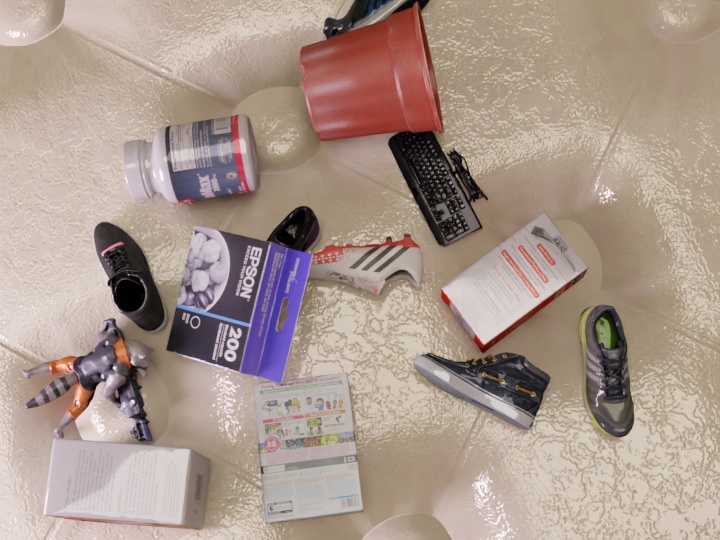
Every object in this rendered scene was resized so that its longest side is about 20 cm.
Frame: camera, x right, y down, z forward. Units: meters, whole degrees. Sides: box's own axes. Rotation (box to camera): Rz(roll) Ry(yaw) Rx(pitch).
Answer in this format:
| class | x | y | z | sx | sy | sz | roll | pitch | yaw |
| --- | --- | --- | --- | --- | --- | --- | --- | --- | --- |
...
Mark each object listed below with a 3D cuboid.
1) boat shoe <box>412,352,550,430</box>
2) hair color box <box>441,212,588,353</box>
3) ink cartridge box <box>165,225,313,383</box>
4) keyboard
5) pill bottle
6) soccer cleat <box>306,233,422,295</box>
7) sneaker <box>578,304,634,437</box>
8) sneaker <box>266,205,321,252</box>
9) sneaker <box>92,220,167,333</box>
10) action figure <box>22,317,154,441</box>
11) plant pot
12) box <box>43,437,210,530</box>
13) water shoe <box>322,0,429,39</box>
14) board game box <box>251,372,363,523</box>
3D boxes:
| class | x | y | z | sx | sy | sz | roll | pitch | yaw |
| --- | --- | --- | --- | --- | --- | --- | --- | --- | --- |
| boat shoe | 0.181 | 0.152 | 1.661 | 0.198 | 0.071 | 0.092 | 28 | 76 | 2 |
| hair color box | 0.232 | 0.019 | 1.694 | 0.199 | 0.064 | 0.111 | -35 | 75 | -5 |
| ink cartridge box | -0.183 | 0.049 | 1.664 | 0.198 | 0.043 | 0.201 | 12 | 88 | 27 |
| keyboard | 0.126 | -0.147 | 1.756 | 0.103 | 0.040 | 0.202 | -26 | 76 | -4 |
| pill bottle | -0.262 | -0.169 | 1.739 | 0.197 | 0.120 | 0.121 | -9 | 75 | 1 |
| soccer cleat | 0.000 | 0.000 | 1.709 | 0.197 | 0.069 | 0.086 | -8 | 70 | -4 |
| sneaker | 0.363 | 0.144 | 1.644 | 0.073 | 0.081 | 0.203 | -9 | 75 | 1 |
| sneaker | -0.137 | -0.016 | 1.707 | 0.075 | 0.088 | 0.201 | 31 | 78 | 10 |
| sneaker | -0.361 | -0.003 | 1.710 | 0.070 | 0.099 | 0.201 | -30 | 74 | -4 |
| action figure | -0.388 | 0.175 | 1.664 | 0.192 | 0.105 | 0.201 | -31 | 73 | 4 |
| plant pot | 0.016 | -0.292 | 1.732 | 0.193 | 0.201 | 0.204 | -11 | 74 | 9 |
| box | -0.328 | 0.307 | 1.597 | 0.197 | 0.152 | 0.108 | 3 | 76 | 4 |
| water shoe | 0.028 | -0.430 | 1.820 | 0.199 | 0.072 | 0.079 | -36 | 74 | -7 |
| board game box | -0.077 | 0.261 | 1.644 | 0.145 | 0.064 | 0.203 | -6 | 76 | 0 |
